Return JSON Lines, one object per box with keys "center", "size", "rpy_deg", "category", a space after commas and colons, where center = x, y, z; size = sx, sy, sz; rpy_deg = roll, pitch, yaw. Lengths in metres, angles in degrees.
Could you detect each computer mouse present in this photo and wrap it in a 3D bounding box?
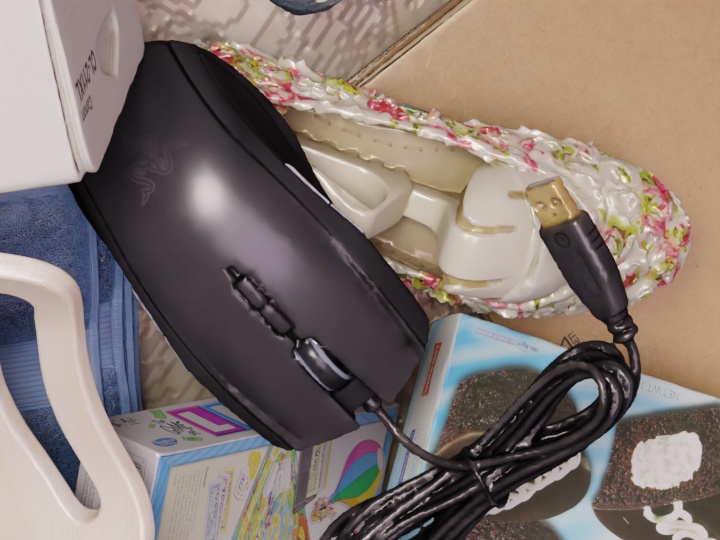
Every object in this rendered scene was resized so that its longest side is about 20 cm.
{"center": [0.000, 0.000, 0.815], "size": [0.140, 0.046, 0.201], "rpy_deg": [-32, 97, 11], "category": "computer mouse"}

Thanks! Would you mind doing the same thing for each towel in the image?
{"center": [-0.131, 0.043, 0.883], "size": [0.111, 0.049, 0.201], "rpy_deg": [-5, 109, -14], "category": "towel"}

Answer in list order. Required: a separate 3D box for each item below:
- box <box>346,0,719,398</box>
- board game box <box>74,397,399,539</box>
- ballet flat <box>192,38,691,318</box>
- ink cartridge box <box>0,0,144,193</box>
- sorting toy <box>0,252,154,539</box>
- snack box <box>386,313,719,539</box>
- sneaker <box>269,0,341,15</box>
{"center": [0.108, -0.033, 0.932], "size": [0.163, 0.021, 0.200], "rpy_deg": [-38, 107, -3], "category": "box"}
{"center": [-0.057, 0.143, 0.905], "size": [0.134, 0.034, 0.201], "rpy_deg": [-7, 113, -53], "category": "board game box"}
{"center": [0.015, -0.021, 0.868], "size": [0.199, 0.064, 0.076], "rpy_deg": [15, 114, -1], "category": "ballet flat"}
{"center": [-0.174, -0.073, 0.753], "size": [0.199, 0.146, 0.083], "rpy_deg": [-8, 110, 4], "category": "ink cartridge box"}
{"center": [-0.161, 0.050, 0.798], "size": [0.179, 0.107, 0.201], "rpy_deg": [-3, 125, 15], "category": "sorting toy"}
{"center": [0.105, 0.101, 0.913], "size": [0.199, 0.037, 0.117], "rpy_deg": [18, 79, -15], "category": "snack box"}
{"center": [-0.003, -0.184, 0.839], "size": [0.086, 0.078, 0.201], "rpy_deg": [20, 91, -18], "category": "sneaker"}
